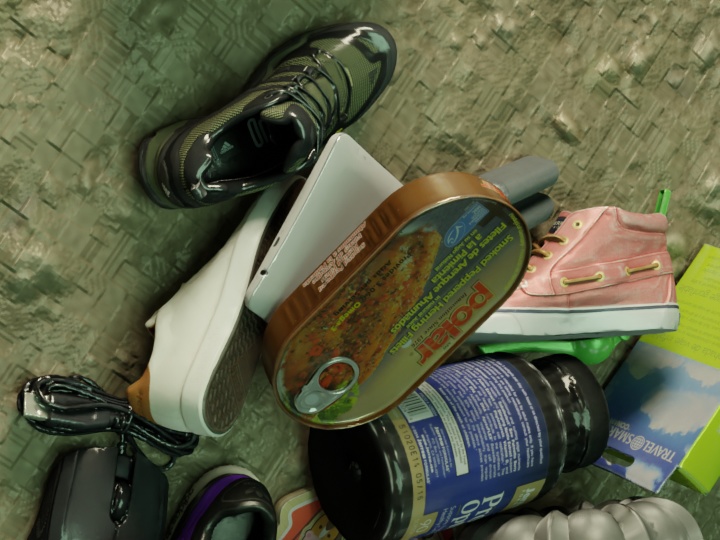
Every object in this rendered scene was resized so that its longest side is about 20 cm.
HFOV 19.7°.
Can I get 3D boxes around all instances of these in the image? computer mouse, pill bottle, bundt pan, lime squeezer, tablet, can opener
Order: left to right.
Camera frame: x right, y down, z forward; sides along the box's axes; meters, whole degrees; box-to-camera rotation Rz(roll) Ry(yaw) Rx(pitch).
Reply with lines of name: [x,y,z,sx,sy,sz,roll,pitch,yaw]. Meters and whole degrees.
computer mouse: [-0.176,0.174,1.357,0.138,0.053,0.200,14,93,-33]
tablet: [0.000,0.000,1.401,0.130,0.014,0.200,-61,146,-6]
pill bottle: [0.073,0.119,1.456,0.200,0.112,0.112,-13,107,-32]
can opener: [0.079,-0.045,1.426,0.200,0.066,0.053,-21,124,-58]
bundt pan: [0.154,0.205,1.485,0.202,0.202,0.076,-3,83,-30]
lime squeezer: [0.177,0.025,1.555,0.200,0.038,0.071,-39,86,-17]

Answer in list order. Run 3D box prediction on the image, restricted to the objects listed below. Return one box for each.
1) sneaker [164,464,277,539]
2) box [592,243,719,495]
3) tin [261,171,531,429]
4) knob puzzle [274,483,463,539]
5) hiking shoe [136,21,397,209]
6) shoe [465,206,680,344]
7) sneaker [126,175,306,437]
sneaker: [-0.109,0.229,1.374,0.069,0.100,0.200,22,87,-20]
box: [0.251,0.080,1.551,0.048,0.122,0.200,42,78,-31]
tin: [0.022,0.020,1.333,0.200,0.042,0.112,-44,127,13]
knob puzzle: [0.006,0.230,1.491,0.219,0.030,0.220,-7,103,-29]
hiking shoe: [-0.043,-0.095,1.351,0.200,0.101,0.076,-36,117,-20]
shoe: [0.134,0.003,1.492,0.200,0.071,0.091,-2,84,-18]
sneaker: [-0.095,0.015,1.366,0.200,0.085,0.073,-63,143,-31]
